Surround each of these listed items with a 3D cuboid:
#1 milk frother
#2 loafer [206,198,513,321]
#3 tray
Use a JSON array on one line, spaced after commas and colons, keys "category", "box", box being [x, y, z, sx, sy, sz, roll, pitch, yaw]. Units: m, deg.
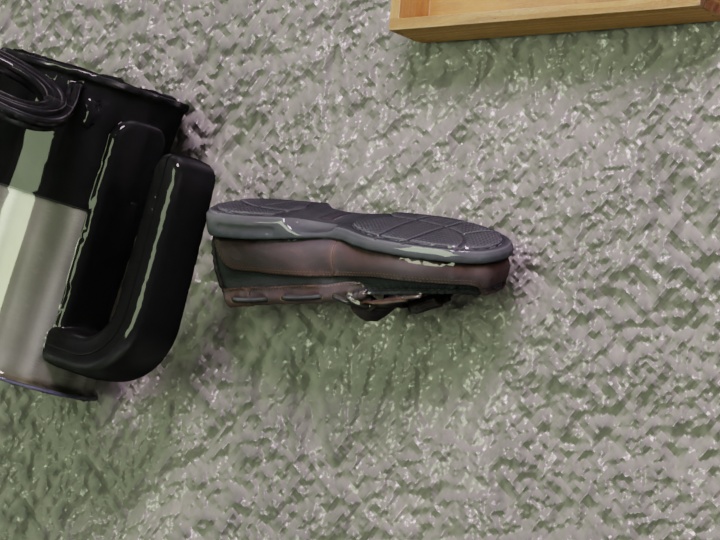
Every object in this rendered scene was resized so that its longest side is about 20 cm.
[{"category": "milk frother", "box": [-0.204, -0.033, 1.529, 0.180, 0.200, 0.188, 19, 92, 60]}, {"category": "loafer", "box": [0.000, 0.000, 1.467, 0.200, 0.072, 0.063, 9, 106, 37]}, {"category": "tray", "box": [0.109, -0.180, 1.433, 0.200, 0.037, 0.099, 0, 80, 37]}]
